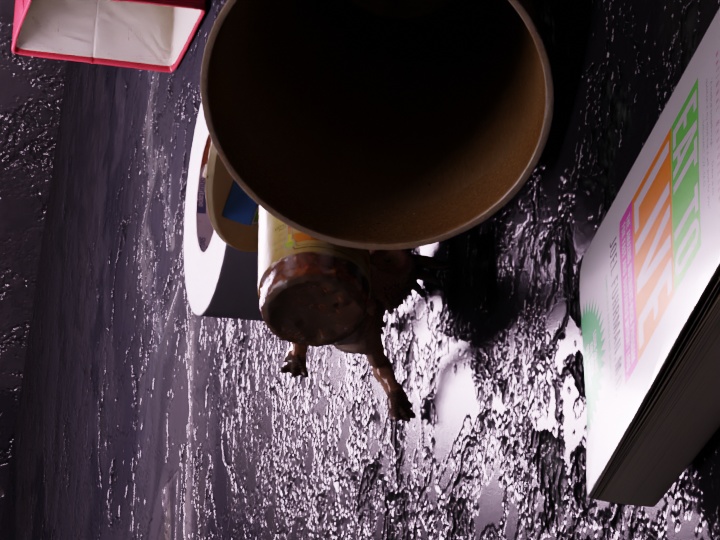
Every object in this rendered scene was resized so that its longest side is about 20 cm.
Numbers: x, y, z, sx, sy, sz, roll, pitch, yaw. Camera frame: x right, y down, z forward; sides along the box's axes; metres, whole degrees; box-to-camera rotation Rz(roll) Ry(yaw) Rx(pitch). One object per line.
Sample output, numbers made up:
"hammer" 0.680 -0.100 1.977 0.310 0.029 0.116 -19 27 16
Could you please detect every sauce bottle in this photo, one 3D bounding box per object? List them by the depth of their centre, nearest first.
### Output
"sauce bottle" -0.028 -0.048 1.413 0.066 0.066 0.200 110 163 -45

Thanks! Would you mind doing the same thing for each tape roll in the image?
"tape roll" -0.088 -0.061 1.922 0.200 0.066 0.201 -175 90 -75

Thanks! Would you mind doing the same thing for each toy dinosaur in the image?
"toy dinosaur" 0.000 0.000 1.523 0.200 0.086 0.136 -101 21 -59

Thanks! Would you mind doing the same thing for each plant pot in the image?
"plant pot" 0.015 -0.141 1.368 0.200 0.186 0.187 -83 6 -59

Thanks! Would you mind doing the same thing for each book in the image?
"book" 0.141 -0.005 1.053 0.200 0.048 0.134 112 162 -53

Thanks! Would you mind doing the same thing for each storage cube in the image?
"storage cube" -0.248 -0.317 2.431 0.200 0.170 0.180 135 139 -69

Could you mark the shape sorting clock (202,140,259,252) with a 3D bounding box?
"shape sorting clock" -0.039 -0.105 1.581 0.200 0.039 0.200 -52 -22 -32
